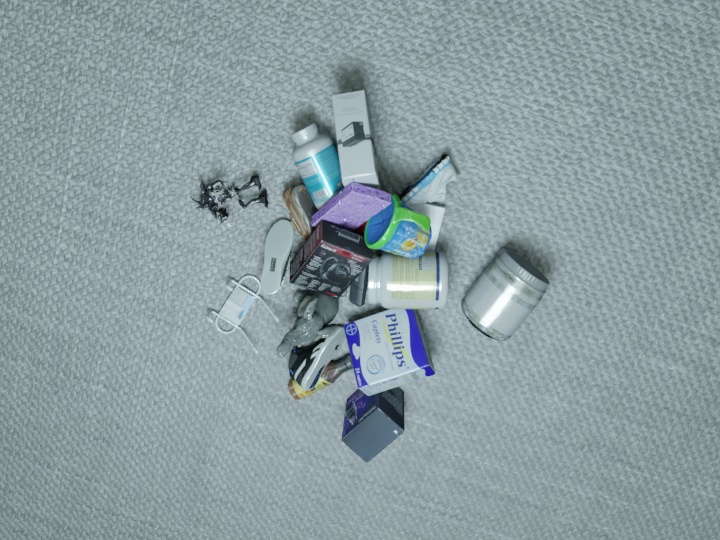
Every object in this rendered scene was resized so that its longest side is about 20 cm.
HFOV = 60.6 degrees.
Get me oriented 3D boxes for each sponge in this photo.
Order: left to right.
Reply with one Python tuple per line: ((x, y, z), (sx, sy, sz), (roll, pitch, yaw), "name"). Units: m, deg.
((-0.026, -0.146, 1.490), (0.110, 0.030, 0.199), (12, 154, -30), "sponge")

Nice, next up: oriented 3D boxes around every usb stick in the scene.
((0.000, 0.000, 1.641), (0.032, 0.055, 0.203), (-13, 120, -37), "usb stick")

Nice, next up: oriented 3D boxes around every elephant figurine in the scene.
((-0.126, 0.137, 1.621), (0.140, 0.200, 0.157), (16, 110, -2), "elephant figurine")

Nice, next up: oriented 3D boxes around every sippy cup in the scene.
((0.098, -0.095, 1.487), (0.129, 0.178, 0.141), (24, 105, -24), "sippy cup")

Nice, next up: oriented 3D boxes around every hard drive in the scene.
((0.135, -0.084, 1.622), (0.130, 0.025, 0.203), (12, 110, -1), "hard drive")

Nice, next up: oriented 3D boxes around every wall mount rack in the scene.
((-0.320, 0.122, 1.693), (0.173, 0.075, 0.201), (32, 109, -8), "wall mount rack")

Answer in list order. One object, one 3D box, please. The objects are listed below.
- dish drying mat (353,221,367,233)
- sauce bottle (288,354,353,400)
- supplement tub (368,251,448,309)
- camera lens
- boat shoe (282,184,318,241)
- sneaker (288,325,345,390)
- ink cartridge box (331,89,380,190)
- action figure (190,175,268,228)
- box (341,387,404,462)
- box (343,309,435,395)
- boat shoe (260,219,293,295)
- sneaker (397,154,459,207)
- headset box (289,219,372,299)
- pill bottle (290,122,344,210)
((-0.035, -0.099, 1.618), (0.076, 0.018, 0.202), (17, 112, -31), "dish drying mat")
((-0.109, 0.301, 1.750), (0.198, 0.066, 0.066), (-28, 106, 14), "sauce bottle")
((0.120, 0.025, 1.572), (0.197, 0.145, 0.147), (1, 110, 3), "supplement tub")
((0.369, 0.067, 1.592), (0.159, 0.160, 0.201), (33, 108, -9), "camera lens")
((-0.144, -0.131, 1.604), (0.071, 0.076, 0.202), (0, 122, 34), "boat shoe")
((-0.133, 0.222, 1.722), (0.111, 0.073, 0.201), (29, 80, 35), "sneaker")
((-0.009, -0.295, 1.452), (0.082, 0.145, 0.203), (-8, 80, 5), "ink cartridge box")
((-0.343, -0.181, 1.575), (0.197, 0.103, 0.120), (-13, 120, 6), "action figure")
((0.038, 0.400, 1.705), (0.104, 0.200, 0.148), (43, 106, -12), "box")
((0.076, 0.209, 1.636), (0.197, 0.105, 0.186), (-20, 63, 9), "box")
((-0.221, -0.034, 1.635), (0.070, 0.064, 0.203), (14, 87, 3), "boat shoe")
((0.166, -0.193, 1.544), (0.200, 0.075, 0.087), (-41, 107, 4), "sneaker")
((-0.072, -0.030, 1.558), (0.147, 0.078, 0.200), (19, 134, -25), "headset box")
((-0.099, -0.259, 1.528), (0.110, 0.111, 0.202), (-22, 107, 10), "pill bottle")
